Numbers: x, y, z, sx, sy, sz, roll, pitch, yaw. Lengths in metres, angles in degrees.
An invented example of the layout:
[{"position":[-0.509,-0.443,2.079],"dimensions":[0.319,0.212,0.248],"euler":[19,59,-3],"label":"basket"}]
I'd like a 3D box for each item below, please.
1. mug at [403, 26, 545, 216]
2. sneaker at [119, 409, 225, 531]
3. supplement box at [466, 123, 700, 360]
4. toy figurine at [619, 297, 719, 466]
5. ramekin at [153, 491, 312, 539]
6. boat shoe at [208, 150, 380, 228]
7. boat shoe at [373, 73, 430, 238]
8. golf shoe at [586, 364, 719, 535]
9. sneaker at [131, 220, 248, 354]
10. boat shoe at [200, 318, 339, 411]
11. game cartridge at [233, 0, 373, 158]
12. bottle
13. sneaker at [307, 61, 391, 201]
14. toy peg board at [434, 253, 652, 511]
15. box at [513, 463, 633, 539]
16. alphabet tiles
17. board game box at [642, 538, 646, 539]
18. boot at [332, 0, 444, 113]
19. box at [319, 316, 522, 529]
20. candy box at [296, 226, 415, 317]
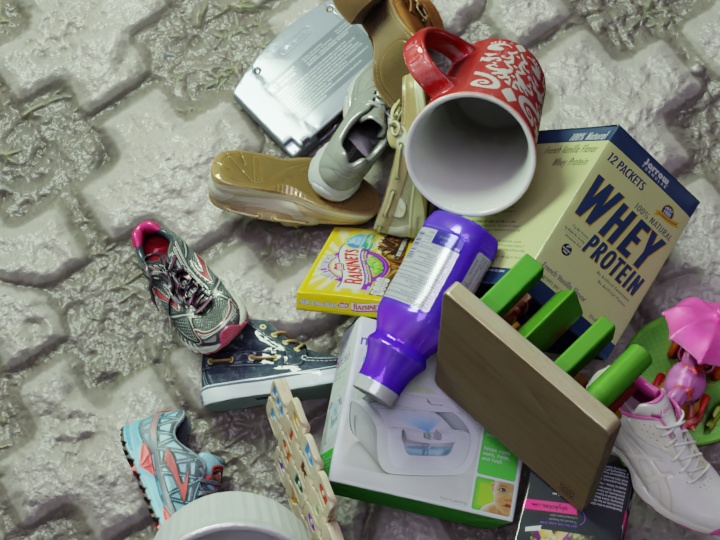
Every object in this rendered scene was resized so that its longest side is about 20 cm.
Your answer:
[{"position":[0.127,-0.178,1.579],"dimensions":[0.133,0.178,0.200],"euler":[-2,27,16],"label":"mug"},{"position":[-0.185,0.235,1.636],"dimensions":[0.095,0.079,0.201],"euler":[-26,69,-5],"label":"sneaker"},{"position":[0.209,-0.031,1.602],"dimensions":[0.134,0.200,0.200],"euler":[39,75,-23],"label":"supplement box"},{"position":[0.332,0.108,1.561],"dimensions":[0.150,0.184,0.201],"euler":[27,76,16],"label":"toy figurine"},{"position":[-0.129,0.323,1.541],"dimensions":[0.199,0.098,0.202],"euler":[-2,110,-6],"label":"ramekin"},{"position":[-0.079,-0.085,1.745],"dimensions":[0.199,0.069,0.074],"euler":[13,51,-11],"label":"boat shoe"},{"position":[0.047,-0.126,1.669],"dimensions":[0.063,0.201,0.073],"euler":[5,36,6],"label":"boat shoe"},{"position":[0.294,0.172,1.480],"dimensions":[0.200,0.092,0.075],"euler":[42,52,17],"label":"golf shoe"},{"position":[-0.197,0.020,1.686],"dimensions":[0.081,0.075,0.200],"euler":[-41,48,-8],"label":"sneaker"},{"position":[-0.083,0.095,1.677],"dimensions":[0.199,0.071,0.091],"euler":[-8,73,6],"label":"boat shoe"},{"position":[-0.047,-0.239,1.817],"dimensions":[0.200,0.040,0.133],"euler":[-41,74,-9],"label":"game cartridge"},{"position":[0.060,0.040,1.524],"dimensions":[0.083,0.065,0.201],"euler":[19,77,49],"label":"bottle"},{"position":[0.015,-0.170,1.719],"dimensions":[0.076,0.092,0.201],"euler":[31,61,-13],"label":"sneaker"},{"position":[0.179,0.099,1.449],"dimensions":[0.098,0.199,0.200],"euler":[-41,68,-20],"label":"toy peg board"},{"position":[0.202,0.298,1.520],"dimensions":[0.106,0.122,0.201],"euler":[12,59,12],"label":"box"},{"position":[-0.056,0.215,1.569],"dimensions":[0.015,0.196,0.201],"euler":[-15,67,-15],"label":"alphabet tiles"},{"position":[0.320,0.394,1.530],"dimensions":[0.151,0.046,0.201],"euler":[21,74,14],"label":"board game box"},{"position":[0.056,-0.258,1.743],"dimensions":[0.077,0.155,0.200],"euler":[-42,81,26],"label":"boot"},{"position":[0.068,0.161,1.591],"dimensions":[0.199,0.097,0.177],"euler":[15,74,-9],"label":"box"},{"position":[0.000,0.000,1.655],"dimensions":[0.102,0.200,0.027],"euler":[3,112,10],"label":"candy box"}]
